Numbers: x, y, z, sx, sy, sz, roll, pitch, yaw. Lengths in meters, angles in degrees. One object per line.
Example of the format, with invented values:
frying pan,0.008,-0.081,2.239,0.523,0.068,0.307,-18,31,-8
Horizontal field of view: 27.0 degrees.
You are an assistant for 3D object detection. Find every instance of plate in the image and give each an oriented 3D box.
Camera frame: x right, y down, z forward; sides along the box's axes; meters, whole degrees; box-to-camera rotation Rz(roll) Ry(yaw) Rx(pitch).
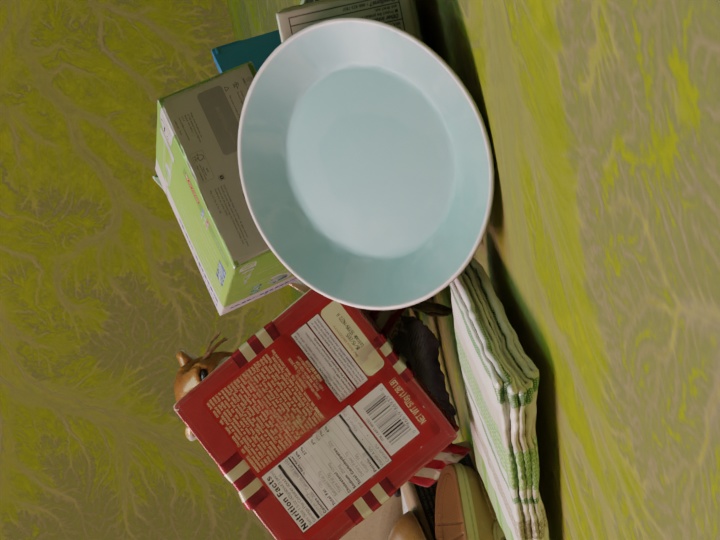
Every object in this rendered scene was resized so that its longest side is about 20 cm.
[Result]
plate,0.004,-0.073,1.026,0.026,0.198,0.203,-28,-72,-57

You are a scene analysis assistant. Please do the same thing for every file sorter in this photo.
file sorter,-0.051,-0.152,1.414,0.200,0.137,0.124,-119,14,-67

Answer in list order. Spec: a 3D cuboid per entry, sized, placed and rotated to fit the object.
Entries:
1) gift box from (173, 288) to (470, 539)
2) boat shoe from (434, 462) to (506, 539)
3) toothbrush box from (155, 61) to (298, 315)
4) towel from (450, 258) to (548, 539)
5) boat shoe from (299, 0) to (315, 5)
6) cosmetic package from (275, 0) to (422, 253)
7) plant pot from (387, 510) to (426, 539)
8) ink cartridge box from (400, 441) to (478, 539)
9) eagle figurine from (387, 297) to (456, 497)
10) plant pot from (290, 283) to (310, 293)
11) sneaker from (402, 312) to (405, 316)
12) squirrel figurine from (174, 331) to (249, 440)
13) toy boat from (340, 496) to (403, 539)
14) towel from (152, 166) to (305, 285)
gift box,-0.015,0.114,1.195,0.186,0.199,0.187,55,179,4
boat shoe,0.107,0.247,1.170,0.073,0.062,0.203,137,122,-70
toothbrush box,-0.104,-0.061,1.233,0.147,0.085,0.200,65,166,8
towel,0.101,0.108,1.055,0.150,0.030,0.202,-108,5,-53
boat shoe,0.001,-0.146,1.275,0.061,0.071,0.203,-149,39,-75
cosmetic package,0.009,-0.102,1.097,0.087,0.102,0.203,-77,-23,-79
plant pot,0.054,0.303,1.251,0.200,0.027,0.203,167,90,-83
ink cartridge box,0.092,0.282,1.322,0.166,0.074,0.202,-109,10,-51
eagle figurine,0.003,0.089,1.355,0.152,0.149,0.202,-128,30,-49
plant pot,-0.065,-0.037,1.555,0.199,0.028,0.201,30,156,15
sneaker,0.000,0.000,1.430,0.200,0.077,0.083,54,-162,-46
squirrel figurine,-0.097,0.122,1.542,0.200,0.184,0.143,109,150,-75
toy boat,0.031,0.258,1.511,0.131,0.129,0.202,41,-125,-41
towel,-0.109,-0.046,1.535,0.198,0.031,0.150,15,151,40
